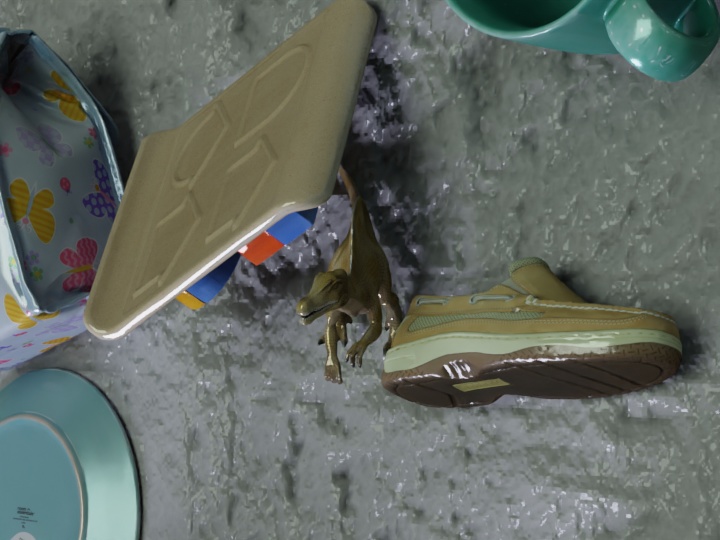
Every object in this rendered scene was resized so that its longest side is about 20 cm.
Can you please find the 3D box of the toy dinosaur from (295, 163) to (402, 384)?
[{"bbox_3d":[0.000,0.000,1.594,0.058,0.200,0.101,-1,116,5],"label":"toy dinosaur"}]

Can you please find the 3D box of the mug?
[{"bbox_3d":[0.126,-0.177,1.457,0.152,0.114,0.186,-14,77,43],"label":"mug"}]

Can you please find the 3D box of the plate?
[{"bbox_3d":[-0.221,0.165,1.836,0.200,0.026,0.201,-6,81,44],"label":"plate"}]

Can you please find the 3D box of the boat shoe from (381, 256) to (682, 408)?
[{"bbox_3d":[0.093,0.028,1.506,0.200,0.072,0.076,-5,65,40],"label":"boat shoe"}]

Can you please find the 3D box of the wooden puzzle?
[{"bbox_3d":[-0.071,-0.055,1.648,0.200,0.046,0.186,-30,32,36],"label":"wooden puzzle"}]

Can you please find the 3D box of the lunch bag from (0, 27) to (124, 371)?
[{"bbox_3d":[-0.242,-0.046,1.812,0.169,0.127,0.201,-26,77,43],"label":"lunch bag"}]
